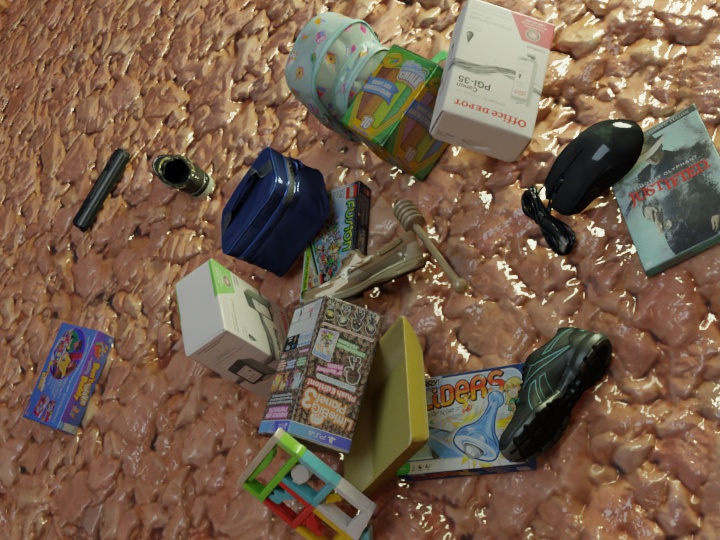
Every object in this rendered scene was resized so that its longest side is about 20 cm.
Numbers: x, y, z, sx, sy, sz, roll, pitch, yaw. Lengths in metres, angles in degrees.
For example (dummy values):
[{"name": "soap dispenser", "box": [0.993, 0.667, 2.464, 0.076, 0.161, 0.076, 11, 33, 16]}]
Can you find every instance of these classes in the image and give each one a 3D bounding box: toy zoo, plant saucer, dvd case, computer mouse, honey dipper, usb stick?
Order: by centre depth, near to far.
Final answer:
[{"name": "dvd case", "box": [0.407, -0.107, 1.247, 0.145, 0.022, 0.202, -29, 49, 25]}, {"name": "toy zoo", "box": [-0.064, 0.315, 1.307, 0.131, 0.199, 0.020, -51, 0, 39]}, {"name": "computer mouse", "box": [0.300, -0.131, 1.307, 0.200, 0.052, 0.139, -48, 41, 21]}, {"name": "plant saucer", "box": [0.038, 0.198, 1.316, 0.200, 0.048, 0.202, 126, 151, -45]}, {"name": "honey dipper", "box": [0.107, -0.036, 1.450, 0.038, 0.038, 0.201, -43, 48, 12]}, {"name": "usb stick", "box": [-0.572, -0.178, 2.107, 0.055, 0.032, 0.202, 24, 83, 52]}]

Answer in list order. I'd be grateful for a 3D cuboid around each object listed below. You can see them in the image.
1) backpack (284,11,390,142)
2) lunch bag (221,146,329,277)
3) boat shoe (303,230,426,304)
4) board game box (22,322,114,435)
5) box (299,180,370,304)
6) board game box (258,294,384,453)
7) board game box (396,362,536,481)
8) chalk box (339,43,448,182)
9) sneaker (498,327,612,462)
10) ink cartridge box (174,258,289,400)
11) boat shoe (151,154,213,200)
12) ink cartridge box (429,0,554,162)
[{"name": "backpack", "box": [-0.022, -0.329, 1.608, 0.153, 0.199, 0.177, 32, 87, 45]}, {"name": "lunch bag", "box": [-0.150, -0.104, 1.598, 0.201, 0.131, 0.137, -52, 34, 29]}, {"name": "boat shoe", "box": [0.000, 0.000, 1.456, 0.198, 0.071, 0.065, -22, 87, 3]}, {"name": "board game box", "box": [-0.575, 0.211, 1.879, 0.133, 0.045, 0.202, 7, 71, 42]}, {"name": "box", "box": [-0.041, -0.042, 1.579, 0.109, 0.035, 0.203, -16, 57, 33]}, {"name": "board game box", "box": [-0.059, 0.154, 1.388, 0.159, 0.096, 0.203, 157, 131, -68]}, {"name": "board game box", "box": [0.142, 0.206, 1.284, 0.198, 0.034, 0.137, -15, 58, 34]}, {"name": "chalk box", "box": [0.088, -0.272, 1.536, 0.124, 0.123, 0.201, 35, 91, 45]}, {"name": "sneaker", "box": [0.234, 0.154, 1.204, 0.200, 0.076, 0.079, -47, 42, -14]}, {"name": "ink cartridge box", "box": [-0.191, 0.097, 1.511, 0.084, 0.200, 0.147, -33, 49, 17]}, {"name": "boat shoe", "box": [-0.370, -0.202, 1.928, 0.200, 0.060, 0.072, 26, 84, 45]}, {"name": "ink cartridge box", "box": [0.198, -0.284, 1.429, 0.083, 0.144, 0.203, 120, 165, -70]}]
